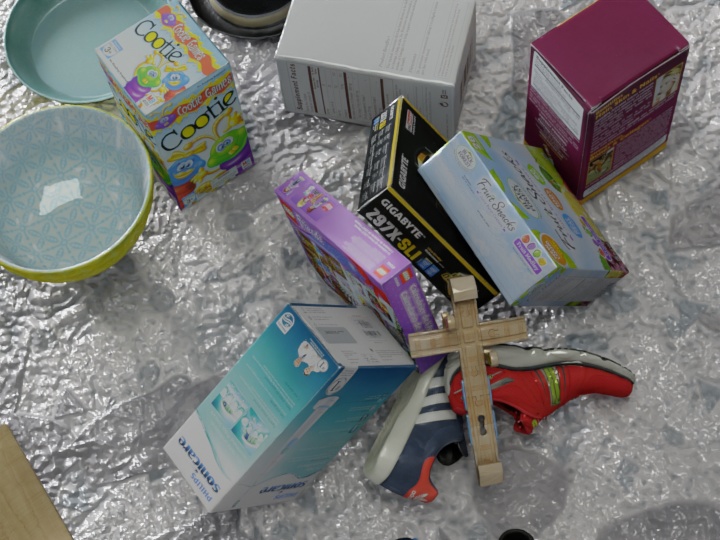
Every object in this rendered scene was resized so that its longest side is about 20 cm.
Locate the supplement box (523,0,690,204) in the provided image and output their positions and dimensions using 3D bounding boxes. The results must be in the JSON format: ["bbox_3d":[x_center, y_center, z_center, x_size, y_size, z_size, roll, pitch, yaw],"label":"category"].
[{"bbox_3d":[0.250,-0.179,1.530,0.131,0.200,0.103,-33,67,-12],"label":"supplement box"}]

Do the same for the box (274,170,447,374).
[{"bbox_3d":[0.000,0.000,1.462,0.039,0.137,0.200,-37,45,-12],"label":"box"}]

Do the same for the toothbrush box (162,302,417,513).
[{"bbox_3d":[-0.065,0.129,1.391,0.085,0.146,0.200,49,112,23],"label":"toothbrush box"}]

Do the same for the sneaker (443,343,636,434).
[{"bbox_3d":[0.175,0.120,1.455,0.199,0.077,0.085,4,82,-15],"label":"sneaker"}]

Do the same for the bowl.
[{"bbox_3d":[-0.309,-0.064,1.568,0.199,0.108,0.201,-2,64,4],"label":"bowl"}]

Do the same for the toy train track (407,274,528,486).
[{"bbox_3d":[0.111,0.106,1.387,0.114,0.033,0.201,-9,96,-7],"label":"toy train track"}]

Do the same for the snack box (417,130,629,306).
[{"bbox_3d":[0.166,-0.048,1.468,0.068,0.200,0.169,-42,70,24],"label":"snack box"}]

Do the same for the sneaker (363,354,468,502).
[{"bbox_3d":[0.079,0.143,1.468,0.084,0.075,0.200,32,63,-6],"label":"sneaker"}]

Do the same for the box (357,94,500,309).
[{"bbox_3d":[0.073,-0.067,1.476,0.049,0.160,0.200,-36,22,24],"label":"box"}]

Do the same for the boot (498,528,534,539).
[{"bbox_3d":[0.123,0.342,1.327,0.067,0.131,0.201,5,65,7],"label":"boot"}]

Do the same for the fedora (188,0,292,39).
[{"bbox_3d":[-0.120,-0.371,1.708,0.200,0.092,0.201,-2,64,4],"label":"fedora"}]

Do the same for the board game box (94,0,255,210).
[{"bbox_3d":[-0.192,-0.171,1.559,0.103,0.200,0.105,-34,66,-12],"label":"board game box"}]

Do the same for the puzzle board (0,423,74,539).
[{"bbox_3d":[-0.371,0.271,1.463,0.150,0.017,0.200,-32,66,-10],"label":"puzzle board"}]

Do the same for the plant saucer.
[{"bbox_3d":[-0.312,-0.270,1.707,0.199,0.036,0.201,-2,64,3],"label":"plant saucer"}]

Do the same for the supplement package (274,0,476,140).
[{"bbox_3d":[0.019,-0.235,1.620,0.199,0.117,0.117,12,67,9],"label":"supplement package"}]

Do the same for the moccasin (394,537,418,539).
[{"bbox_3d":[0.035,0.345,1.359,0.068,0.081,0.201,0,63,-9],"label":"moccasin"}]
